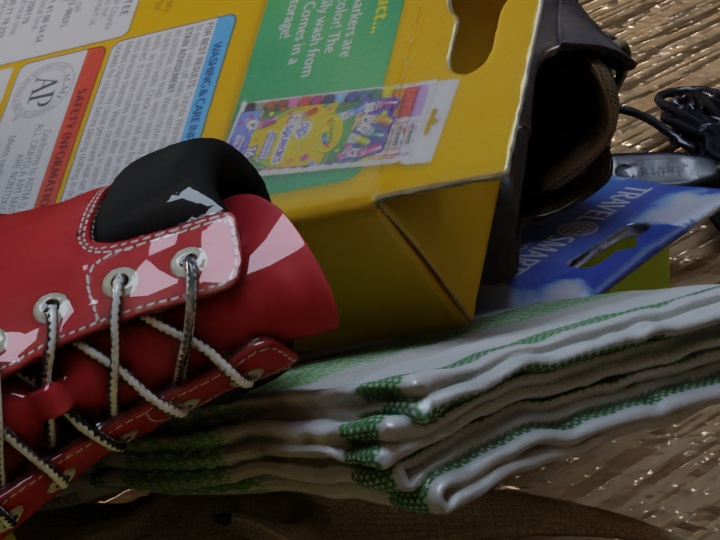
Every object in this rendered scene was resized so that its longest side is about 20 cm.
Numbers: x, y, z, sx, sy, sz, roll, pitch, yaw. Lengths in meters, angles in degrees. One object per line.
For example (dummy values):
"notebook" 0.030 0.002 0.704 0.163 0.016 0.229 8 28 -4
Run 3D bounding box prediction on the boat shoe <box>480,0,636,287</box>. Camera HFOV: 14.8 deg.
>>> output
"boat shoe" 0.041 -0.044 0.802 0.073 0.075 0.200 12 34 14

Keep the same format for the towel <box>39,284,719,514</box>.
"towel" -0.004 0.034 0.666 0.149 0.031 0.200 -12 2 -42

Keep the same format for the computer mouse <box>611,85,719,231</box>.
"computer mouse" 0.045 -0.035 0.931 0.199 0.046 0.140 4 16 -10

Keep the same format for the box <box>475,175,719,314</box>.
"box" 0.000 0.000 0.840 0.200 0.048 0.122 11 27 32

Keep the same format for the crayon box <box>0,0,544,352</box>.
"crayon box" -0.031 -0.039 0.700 0.200 0.052 0.126 -10 47 30

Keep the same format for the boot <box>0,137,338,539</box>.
"boot" -0.081 0.037 0.542 0.144 0.073 0.200 -14 26 19

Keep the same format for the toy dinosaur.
"toy dinosaur" -0.014 0.064 0.670 0.199 0.058 0.101 -2 21 5

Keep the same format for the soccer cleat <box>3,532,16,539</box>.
"soccer cleat" -0.073 0.109 0.564 0.083 0.065 0.200 -4 25 -3
